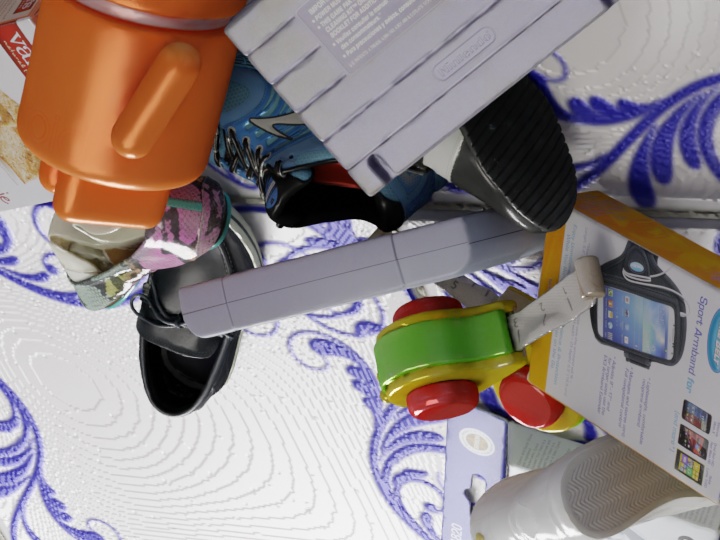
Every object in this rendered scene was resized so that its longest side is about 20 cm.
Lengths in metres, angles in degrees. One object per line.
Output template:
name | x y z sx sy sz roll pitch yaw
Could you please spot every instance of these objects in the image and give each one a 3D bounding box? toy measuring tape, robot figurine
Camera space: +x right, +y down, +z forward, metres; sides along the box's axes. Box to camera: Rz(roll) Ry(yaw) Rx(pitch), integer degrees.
toy measuring tape | 0.084 0.045 1.632 0.200 0.074 0.074 30 144 15
toy measuring tape | 0.061 0.038 1.533 0.074 0.074 0.200 38 145 -11
robot figurine | -0.127 -0.123 1.500 0.116 0.144 0.200 20 113 13

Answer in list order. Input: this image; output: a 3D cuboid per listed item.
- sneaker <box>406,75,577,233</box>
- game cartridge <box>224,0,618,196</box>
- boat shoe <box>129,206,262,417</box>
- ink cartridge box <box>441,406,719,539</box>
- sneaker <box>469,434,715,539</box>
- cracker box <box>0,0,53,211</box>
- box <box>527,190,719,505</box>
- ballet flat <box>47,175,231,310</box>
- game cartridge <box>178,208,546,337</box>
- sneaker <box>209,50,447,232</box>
sneaker | 0.037 -0.092 1.499 0.200 0.074 0.088 47 140 -6
game cartridge | 0.036 -0.145 1.404 0.200 0.038 0.130 -37 95 28
boat shoe | -0.110 0.024 1.734 0.075 0.062 0.200 24 140 11
ink cartridge box | 0.141 0.187 1.772 0.200 0.041 0.200 18 141 15
sneaker | 0.154 0.124 1.588 0.116 0.200 0.074 -27 80 49
cracker box | -0.224 -0.107 1.662 0.200 0.058 0.134 -10 127 40
box | 0.172 0.044 1.478 0.200 0.041 0.119 32 124 47
ballet flat | -0.152 -0.023 1.656 0.071 0.069 0.200 15 162 -26
game cartridge | 0.000 0.000 1.556 0.200 0.133 0.042 -14 94 31
sneaker | -0.047 -0.073 1.557 0.200 0.090 0.078 13 140 22
